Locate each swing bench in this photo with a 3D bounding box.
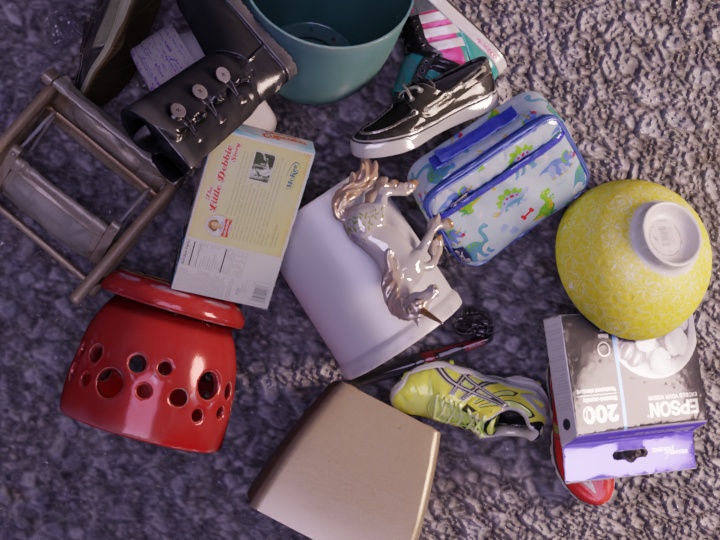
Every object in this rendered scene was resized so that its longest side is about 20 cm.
[{"bbox_3d":[-0.343,-0.101,1.681,0.199,0.130,0.200,40,93,-4],"label":"swing bench"}]

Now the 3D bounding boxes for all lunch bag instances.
[{"bbox_3d":[0.163,-0.109,1.674,0.199,0.083,0.161,-32,137,2],"label":"lunch bag"}]

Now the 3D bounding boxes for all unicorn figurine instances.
[{"bbox_3d":[0.044,-0.025,1.577,0.200,0.074,0.137,38,57,12],"label":"unicorn figurine"}]

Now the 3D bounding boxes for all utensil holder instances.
[{"bbox_3d":[0.000,0.000,1.677,0.169,0.170,0.201,-32,92,2],"label":"utensil holder"}]

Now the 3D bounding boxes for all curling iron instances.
[{"bbox_3d":[0.077,0.103,1.758,0.199,0.026,0.050,-26,74,6],"label":"curling iron"}]

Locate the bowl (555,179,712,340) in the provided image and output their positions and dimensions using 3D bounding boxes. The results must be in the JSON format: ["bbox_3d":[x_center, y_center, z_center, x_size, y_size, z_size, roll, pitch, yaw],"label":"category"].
[{"bbox_3d":[0.343,-0.027,1.668,0.198,0.108,0.202,6,70,-18],"label":"bowl"}]

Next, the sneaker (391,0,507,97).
[{"bbox_3d":[0.067,-0.269,1.699,0.200,0.084,0.121,41,84,-5],"label":"sneaker"}]

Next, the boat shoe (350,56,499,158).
[{"bbox_3d":[0.069,-0.191,1.626,0.199,0.071,0.064,-27,120,-23],"label":"boat shoe"}]

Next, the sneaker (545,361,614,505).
[{"bbox_3d":[0.269,0.199,1.737,0.076,0.085,0.202,-14,94,2],"label":"sneaker"}]

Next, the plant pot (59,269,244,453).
[{"bbox_3d":[-0.236,0.105,1.668,0.199,0.200,0.184,18,89,-2],"label":"plant pot"}]

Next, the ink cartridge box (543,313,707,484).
[{"bbox_3d":[0.325,0.148,1.701,0.197,0.043,0.202,-3,82,-25],"label":"ink cartridge box"}]

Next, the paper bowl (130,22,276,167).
[{"bbox_3d":[-0.173,-0.199,1.639,0.104,0.201,0.201,-34,95,1],"label":"paper bowl"}]

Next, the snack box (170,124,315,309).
[{"bbox_3d":[-0.134,-0.062,1.576,0.115,0.037,0.201,13,113,-14],"label":"snack box"}]

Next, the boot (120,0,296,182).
[{"bbox_3d":[-0.185,-0.208,1.496,0.165,0.066,0.200,41,58,4],"label":"boot"}]

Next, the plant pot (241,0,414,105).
[{"bbox_3d":[-0.049,-0.288,1.633,0.199,0.161,0.202,5,59,-9],"label":"plant pot"}]

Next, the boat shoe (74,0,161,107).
[{"bbox_3d":[-0.297,-0.281,1.675,0.066,0.072,0.201,48,129,17],"label":"boat shoe"}]

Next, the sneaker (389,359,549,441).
[{"bbox_3d":[0.135,0.163,1.728,0.198,0.077,0.076,4,122,1],"label":"sneaker"}]

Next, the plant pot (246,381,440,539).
[{"bbox_3d":[-0.008,0.241,1.694,0.199,0.200,0.178,27,83,-3],"label":"plant pot"}]
